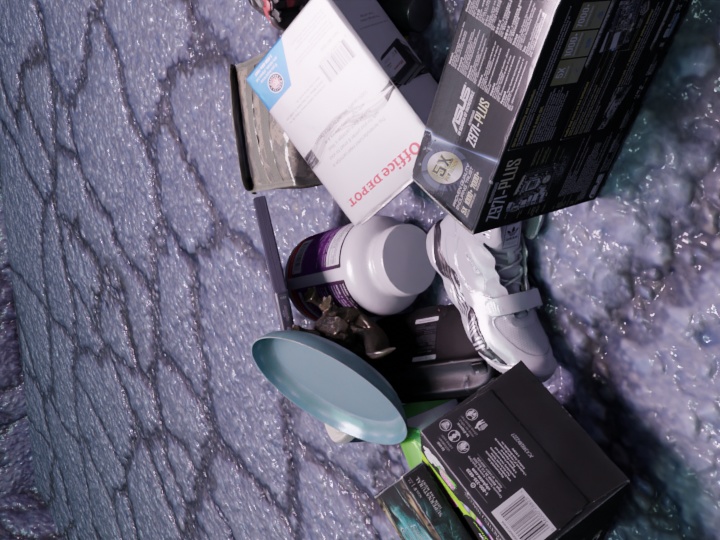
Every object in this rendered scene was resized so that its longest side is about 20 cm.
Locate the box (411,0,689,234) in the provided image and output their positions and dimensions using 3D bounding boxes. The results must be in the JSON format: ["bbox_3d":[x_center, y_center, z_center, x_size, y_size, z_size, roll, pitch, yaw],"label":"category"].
[{"bbox_3d":[0.148,-0.146,0.660,0.086,0.162,0.202,46,137,33],"label":"box"}]

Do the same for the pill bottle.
[{"bbox_3d":[0.000,0.000,0.975,0.199,0.111,0.114,-12,93,56],"label":"pill bottle"}]

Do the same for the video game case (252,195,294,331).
[{"bbox_3d":[-0.098,0.029,1.005,0.201,0.019,0.144,88,168,-53],"label":"video game case"}]

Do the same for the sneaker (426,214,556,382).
[{"bbox_3d":[0.141,0.005,0.806,0.202,0.074,0.115,60,146,25],"label":"sneaker"}]

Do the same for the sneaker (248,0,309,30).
[{"bbox_3d":[-0.108,-0.403,1.008,0.097,0.070,0.203,32,129,42],"label":"sneaker"}]

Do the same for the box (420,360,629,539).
[{"bbox_3d":[0.146,0.216,0.785,0.149,0.123,0.201,50,162,31],"label":"box"}]

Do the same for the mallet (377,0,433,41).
[{"bbox_3d":[0.051,-0.201,0.896,0.065,0.041,0.203,19,123,48],"label":"mallet"}]

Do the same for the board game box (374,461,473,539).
[{"bbox_3d":[0.071,0.269,0.828,0.136,0.028,0.200,56,163,14],"label":"board game box"}]

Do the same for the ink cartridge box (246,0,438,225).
[{"bbox_3d":[-0.003,-0.172,0.864,0.144,0.084,0.201,-37,90,39],"label":"ink cartridge box"}]

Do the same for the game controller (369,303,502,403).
[{"bbox_3d":[0.077,0.091,0.914,0.198,0.042,0.106,-13,53,43],"label":"game controller"}]

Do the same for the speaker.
[{"bbox_3d":[0.104,0.242,0.944,0.088,0.087,0.203,-34,75,54],"label":"speaker"}]

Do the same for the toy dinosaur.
[{"bbox_3d":[-0.012,0.071,0.923,0.198,0.102,0.078,-10,59,48],"label":"toy dinosaur"}]

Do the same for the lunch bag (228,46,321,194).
[{"bbox_3d":[-0.101,-0.185,1.045,0.199,0.116,0.167,2,100,58],"label":"lunch bag"}]

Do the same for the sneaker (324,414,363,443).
[{"bbox_3d":[0.041,0.139,1.017,0.200,0.084,0.076,-46,49,25],"label":"sneaker"}]

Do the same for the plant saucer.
[{"bbox_3d":[-0.031,0.126,0.919,0.198,0.028,0.201,25,151,14],"label":"plant saucer"}]
